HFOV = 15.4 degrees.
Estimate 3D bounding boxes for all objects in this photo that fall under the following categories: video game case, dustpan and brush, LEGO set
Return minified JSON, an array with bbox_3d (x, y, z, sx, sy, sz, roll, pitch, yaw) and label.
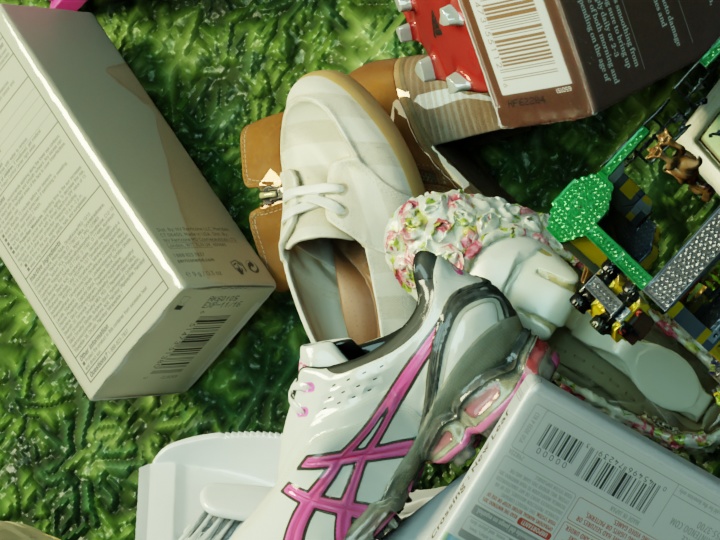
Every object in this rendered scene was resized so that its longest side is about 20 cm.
[{"bbox_3d":[0.114,0.171,1.197,0.199,0.022,0.183,29,100,-10],"label":"video game case"},{"bbox_3d":[-0.011,0.125,1.322,0.198,0.058,0.140,4,35,-6],"label":"dustpan and brush"},{"bbox_3d":[0.193,-0.026,1.185,0.200,0.116,0.154,-51,33,-2],"label":"LEGO set"}]

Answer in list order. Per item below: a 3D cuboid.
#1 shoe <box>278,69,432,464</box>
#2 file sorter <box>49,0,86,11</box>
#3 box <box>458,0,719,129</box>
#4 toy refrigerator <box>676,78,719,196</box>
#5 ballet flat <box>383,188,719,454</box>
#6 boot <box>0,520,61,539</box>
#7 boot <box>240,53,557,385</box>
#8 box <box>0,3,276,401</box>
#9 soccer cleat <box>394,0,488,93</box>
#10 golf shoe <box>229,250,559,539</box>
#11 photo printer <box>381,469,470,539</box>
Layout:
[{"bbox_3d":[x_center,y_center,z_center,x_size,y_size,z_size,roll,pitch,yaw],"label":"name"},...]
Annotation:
[{"bbox_3d":[0.000,0.000,1.292,0.070,0.053,0.201,-18,88,40],"label":"shoe"},{"bbox_3d":[-0.181,-0.259,1.423,0.125,0.139,0.202,14,81,-16],"label":"file sorter"},{"bbox_3d":[0.138,-0.150,1.250,0.075,0.199,0.101,-4,109,54],"label":"box"},{"bbox_3d":[0.243,-0.020,1.246,0.200,0.070,0.076,52,124,24],"label":"toy refrigerator"},{"bbox_3d":[0.104,0.023,1.253,0.199,0.064,0.076,29,89,-15],"label":"ballet flat"},{"bbox_3d":[-0.151,0.174,1.325,0.199,0.155,0.073,27,88,25],"label":"boot"},{"bbox_3d":[0.017,-0.008,1.348,0.154,0.077,0.202,-15,82,25],"label":"boot"},{"bbox_3d":[-0.142,-0.038,1.401,0.095,0.078,0.201,-47,64,29],"label":"box"},{"bbox_3d":[0.048,-0.148,1.327,0.085,0.069,0.200,-17,29,-14],"label":"soccer cleat"},{"bbox_3d":[-0.005,0.076,1.230,0.200,0.073,0.092,-44,92,14],"label":"golf shoe"},{"bbox_3d":[0.059,0.190,1.250,0.200,0.069,0.167,-39,100,9],"label":"photo printer"}]
